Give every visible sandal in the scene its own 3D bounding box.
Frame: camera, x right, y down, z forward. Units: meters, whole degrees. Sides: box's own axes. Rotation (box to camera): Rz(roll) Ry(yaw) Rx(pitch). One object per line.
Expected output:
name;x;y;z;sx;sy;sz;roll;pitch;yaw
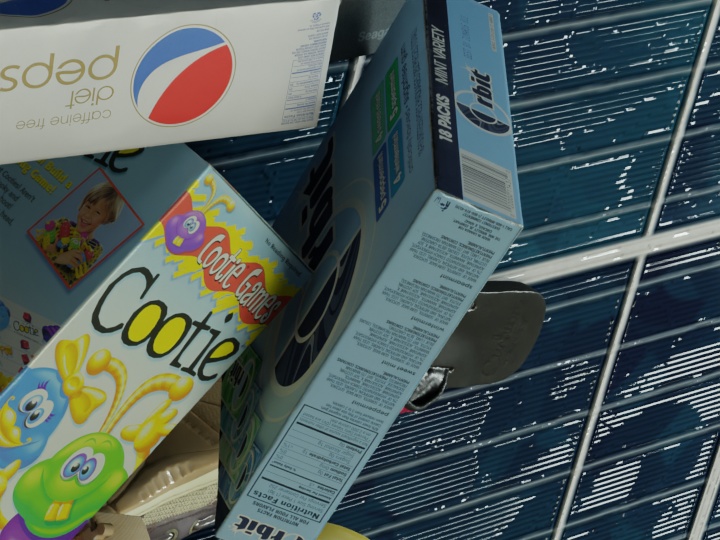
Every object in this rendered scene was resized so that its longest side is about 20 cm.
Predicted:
sandal;0.030;0.038;1.483;0.200;0.045;0.075;-3;123;-44

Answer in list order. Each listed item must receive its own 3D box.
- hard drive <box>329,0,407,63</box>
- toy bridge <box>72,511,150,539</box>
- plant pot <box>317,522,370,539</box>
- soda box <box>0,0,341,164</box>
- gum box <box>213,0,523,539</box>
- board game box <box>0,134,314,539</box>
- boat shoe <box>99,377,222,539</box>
hard drive;-0.006;-0.180;1.273;0.139;0.033;0.200;-16;131;-37
toy bridge;-0.176;0.162;1.324;0.200;0.027;0.067;-38;150;30
plant pot;-0.058;0.215;1.429;0.189;0.200;0.201;-37;146;-52
soda box;-0.112;-0.089;1.186;0.200;0.068;0.064;-8;127;-29
gum box;0.000;0.000;1.294;0.044;0.170;0.200;23;121;-17
board game box;-0.136;0.027;1.256;0.200;0.105;0.103;-47;143;-3
boat shoe;-0.118;0.108;1.370;0.200;0.072;0.065;-21;134;-37
